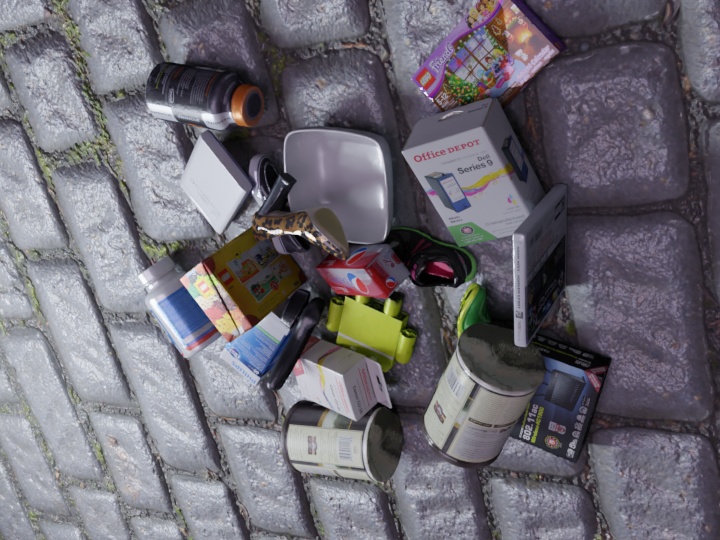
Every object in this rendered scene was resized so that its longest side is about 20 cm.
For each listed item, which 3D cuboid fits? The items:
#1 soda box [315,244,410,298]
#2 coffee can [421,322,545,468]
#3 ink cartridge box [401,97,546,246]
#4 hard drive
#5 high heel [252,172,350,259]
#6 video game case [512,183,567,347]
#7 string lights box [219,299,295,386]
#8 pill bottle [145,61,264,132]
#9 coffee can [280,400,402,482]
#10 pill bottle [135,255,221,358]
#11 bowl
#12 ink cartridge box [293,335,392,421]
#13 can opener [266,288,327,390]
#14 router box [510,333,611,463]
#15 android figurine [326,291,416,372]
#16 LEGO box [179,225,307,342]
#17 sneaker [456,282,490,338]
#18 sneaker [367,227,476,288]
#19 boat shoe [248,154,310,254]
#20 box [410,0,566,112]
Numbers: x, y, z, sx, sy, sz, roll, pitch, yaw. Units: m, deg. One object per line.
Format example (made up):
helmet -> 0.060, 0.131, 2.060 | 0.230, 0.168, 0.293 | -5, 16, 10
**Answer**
soda box -> 0.000, 0.000, 1.440 | 0.070, 0.063, 0.200 | 50, 160, -18
coffee can -> 0.198, 0.207, 1.366 | 0.146, 0.146, 0.200 | 30, 131, 13
ink cartridge box -> 0.177, -0.147, 1.273 | 0.145, 0.088, 0.200 | -12, 125, 35
hard drive -> -0.272, -0.160, 1.549 | 0.132, 0.025, 0.200 | 51, 150, 2
high heel -> -0.104, -0.054, 1.430 | 0.200, 0.071, 0.143 | 48, 124, 21
video game case -> 0.272, -0.011, 1.251 | 0.023, 0.200, 0.182 | 8, 119, 28
string lights box -> -0.203, 0.135, 1.699 | 0.103, 0.059, 0.200 | 39, 128, 7
pill bottle -> -0.271, -0.304, 1.467 | 0.200, 0.106, 0.106 | 14, 122, 24
coffee can -> -0.037, 0.339, 1.658 | 0.200, 0.146, 0.147 | -1, 115, 30
pill bottle -> -0.377, 0.072, 1.732 | 0.112, 0.112, 0.200 | -27, 100, 38
bowl -> -0.028, -0.155, 1.428 | 0.199, 0.075, 0.200 | 10, 121, 25
ink cartridge box -> -0.040, 0.211, 1.599 | 0.200, 0.067, 0.117 | 15, 131, 43
can opener -> -0.124, 0.137, 1.581 | 0.078, 0.063, 0.200 | 23, 91, 21
router box -> 0.329, 0.217, 1.430 | 0.150, 0.062, 0.200 | 20, 124, 21
android figurine -> 0.019, 0.116, 1.573 | 0.182, 0.041, 0.200 | 25, 124, 17
LEGO box -> -0.213, 0.016, 1.549 | 0.077, 0.200, 0.149 | -33, 96, 38
sneaker -> 0.211, 0.107, 1.442 | 0.083, 0.074, 0.200 | 3, 123, 13
sneaker -> 0.098, -0.020, 1.422 | 0.200, 0.084, 0.077 | 13, 121, 24
boat shoe -> -0.142, -0.120, 1.515 | 0.068, 0.072, 0.200 | 0, 118, 32
box -> 0.186, -0.309, 1.240 | 0.137, 0.039, 0.200 | 47, 129, 1
